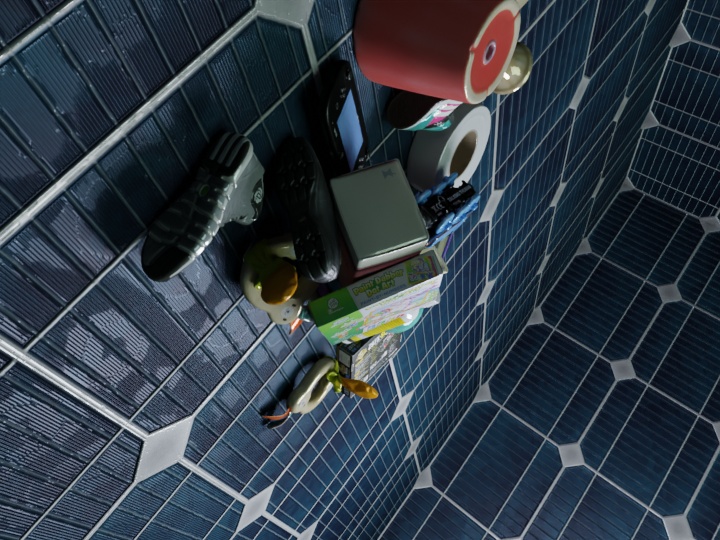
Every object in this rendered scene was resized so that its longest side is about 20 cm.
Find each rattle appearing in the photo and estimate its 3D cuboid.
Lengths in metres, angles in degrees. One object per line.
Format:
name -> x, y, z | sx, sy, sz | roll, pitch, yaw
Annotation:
rattle -> -0.094, 0.056, 0.904 | 0.129, 0.142, 0.203 | -29, 133, -27
rattle -> -0.083, 0.280, 1.234 | 0.200, 0.143, 0.131 | -37, 167, -49

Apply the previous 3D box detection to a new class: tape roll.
tape roll -> 0.177, -0.241, 1.206 | 0.202, 0.070, 0.204 | -43, 151, -31

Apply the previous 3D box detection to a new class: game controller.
game controller -> -0.021, -0.203, 0.889 | 0.201, 0.041, 0.106 | 70, 26, -59

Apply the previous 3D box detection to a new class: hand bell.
hand bell -> 0.232, -0.410, 1.126 | 0.198, 0.104, 0.105 | 9, 111, -51

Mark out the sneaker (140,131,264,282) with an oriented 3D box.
sneaker -> -0.177, -0.060, 0.752 | 0.202, 0.074, 0.116 | -56, 157, -7

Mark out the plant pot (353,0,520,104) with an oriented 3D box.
plant pot -> 0.115, -0.336, 0.859 | 0.200, 0.176, 0.202 | -41, 150, -30

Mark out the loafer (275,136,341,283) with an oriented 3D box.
loafer -> -0.069, -0.081, 0.831 | 0.067, 0.204, 0.070 | -16, 168, 16

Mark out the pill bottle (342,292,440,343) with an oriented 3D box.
pill bottle -> 0.042, 0.054, 1.123 | 0.197, 0.113, 0.111 | -21, 164, 20

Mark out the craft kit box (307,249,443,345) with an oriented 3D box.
craft kit box -> 0.027, 0.049, 0.948 | 0.197, 0.049, 0.198 | -23, 163, -2

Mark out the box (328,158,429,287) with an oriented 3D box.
box -> 0.015, -0.053, 0.913 | 0.107, 0.130, 0.200 | -18, 164, -11

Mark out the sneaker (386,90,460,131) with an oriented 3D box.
sneaker -> 0.149, -0.293, 1.015 | 0.198, 0.085, 0.120 | -23, 180, 24

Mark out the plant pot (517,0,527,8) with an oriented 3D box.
plant pot -> 0.207, -0.467, 0.913 | 0.186, 0.187, 0.201 | -33, 159, -42

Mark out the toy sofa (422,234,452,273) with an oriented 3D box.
toy sofa -> 0.157, -0.054, 1.248 | 0.098, 0.082, 0.201 | 57, 35, -23

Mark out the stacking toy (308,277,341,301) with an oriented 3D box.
stacking toy -> 0.000, 0.000, 1.056 | 0.199, 0.086, 0.085 | -37, 155, 5

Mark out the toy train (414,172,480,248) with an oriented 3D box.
toy train -> 0.141, -0.100, 1.107 | 0.199, 0.087, 0.115 | -35, 165, -46

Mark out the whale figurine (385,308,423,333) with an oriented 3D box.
whale figurine -> 0.083, 0.063, 1.290 | 0.159, 0.104, 0.200 | -47, -179, 16

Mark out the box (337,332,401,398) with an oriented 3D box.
box -> 0.025, 0.180, 1.420 | 0.199, 0.049, 0.161 | -40, 147, -35
